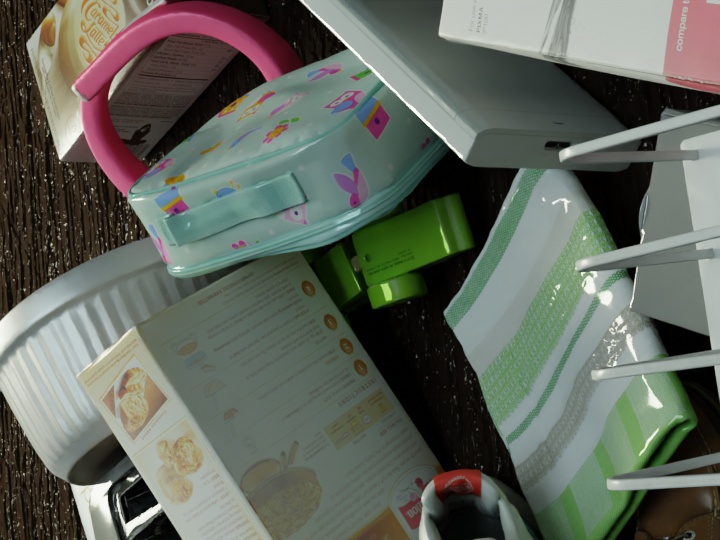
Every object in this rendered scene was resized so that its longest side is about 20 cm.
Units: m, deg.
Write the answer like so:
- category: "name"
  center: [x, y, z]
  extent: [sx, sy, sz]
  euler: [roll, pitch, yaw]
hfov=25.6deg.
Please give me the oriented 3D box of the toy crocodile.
- category: "toy crocodile"
  center: [0.000, 0.000, 1.030]
  extent: [0.199, 0.061, 0.068]
  euler: [-29, 78, 42]

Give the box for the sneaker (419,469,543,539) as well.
- category: "sneaker"
  center: [0.067, 0.140, 0.872]
  extent: [0.200, 0.069, 0.094]
  euler: [-94, -10, -71]

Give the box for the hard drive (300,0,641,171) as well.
- category: "hard drive"
  center: [0.053, -0.123, 0.908]
  extent: [0.200, 0.131, 0.026]
  euler: [49, 126, 37]

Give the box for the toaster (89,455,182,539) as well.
- category: "toaster"
  center: [-0.085, 0.194, 1.079]
  extent: [0.200, 0.118, 0.183]
  euler: [-39, 61, 42]

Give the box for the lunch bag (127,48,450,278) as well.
- category: "lunch bag"
  center: [-0.042, -0.066, 0.985]
  extent: [0.199, 0.161, 0.078]
  euler: [-16, 114, 39]

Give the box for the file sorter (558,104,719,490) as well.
- category: "file sorter"
  center: [0.172, 0.031, 0.652]
  extent: [0.138, 0.124, 0.203]
  euler: [-13, 83, 48]

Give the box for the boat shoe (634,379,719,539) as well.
- category: "boat shoe"
  center: [0.175, 0.153, 0.814]
  extent: [0.072, 0.067, 0.202]
  euler: [-33, 64, 45]

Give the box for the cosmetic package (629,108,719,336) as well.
- category: "cosmetic package"
  center: [0.230, -0.008, 0.741]
  extent: [0.199, 0.089, 0.108]
  euler: [24, 109, 49]

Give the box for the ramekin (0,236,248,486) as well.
- category: "ramekin"
  center: [-0.152, 0.067, 1.104]
  extent: [0.200, 0.199, 0.106]
  euler: [-42, 69, 40]

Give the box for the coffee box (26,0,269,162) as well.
- category: "coffee box"
  center: [-0.166, -0.182, 1.201]
  extent: [0.200, 0.079, 0.115]
  euler: [-41, 61, 41]

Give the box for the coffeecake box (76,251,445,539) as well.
- category: "coffeecake box"
  center: [-0.051, 0.104, 0.963]
  extent: [0.073, 0.153, 0.201]
  euler: [-37, 86, 41]

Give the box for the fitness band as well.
- category: "fitness band"
  center: [-0.122, -0.113, 1.120]
  extent: [0.144, 0.038, 0.199]
  euler: [46, 132, -13]

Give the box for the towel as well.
- category: "towel"
  center: [0.107, 0.049, 0.871]
  extent: [0.201, 0.030, 0.150]
  euler: [-110, 31, -42]

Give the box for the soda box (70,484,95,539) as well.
- category: "soda box"
  center: [-0.189, 0.138, 1.236]
  extent: [0.064, 0.068, 0.202]
  euler: [-44, 58, 40]

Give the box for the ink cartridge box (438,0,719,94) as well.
- category: "ink cartridge box"
  center: [0.157, -0.133, 0.777]
  extent: [0.199, 0.145, 0.084]
  euler: [21, 104, 47]
